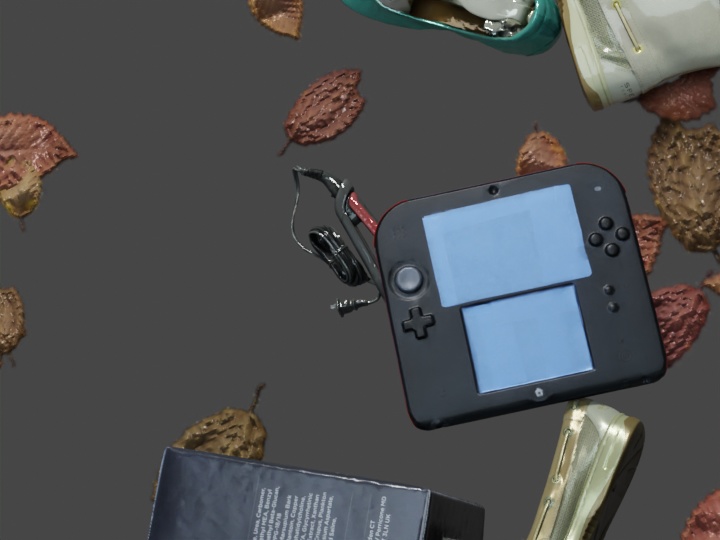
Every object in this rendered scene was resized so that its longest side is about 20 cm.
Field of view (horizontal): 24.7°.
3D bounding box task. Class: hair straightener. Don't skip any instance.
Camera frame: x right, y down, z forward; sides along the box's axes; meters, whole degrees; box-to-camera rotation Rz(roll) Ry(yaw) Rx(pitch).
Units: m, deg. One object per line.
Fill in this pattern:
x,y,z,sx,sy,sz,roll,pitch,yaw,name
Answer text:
0.000,0.000,1.298,0.077,0.041,0.201,-40,76,5,hair straightener

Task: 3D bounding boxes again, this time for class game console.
0.118,0.017,1.244,0.197,0.031,0.179,-12,69,2,game console

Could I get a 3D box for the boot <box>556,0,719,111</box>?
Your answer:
0.224,-0.238,1.268,0.153,0.072,0.203,-15,81,13,boot

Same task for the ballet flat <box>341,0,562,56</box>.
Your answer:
0.066,-0.224,1.309,0.198,0.070,0.068,18,85,18,ballet flat

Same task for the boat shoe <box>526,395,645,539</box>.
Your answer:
0.142,0.192,1.211,0.063,0.073,0.203,23,83,25,boat shoe

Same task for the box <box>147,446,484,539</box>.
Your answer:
-0.029,0.206,1.187,0.197,0.197,0.119,6,80,17,box
